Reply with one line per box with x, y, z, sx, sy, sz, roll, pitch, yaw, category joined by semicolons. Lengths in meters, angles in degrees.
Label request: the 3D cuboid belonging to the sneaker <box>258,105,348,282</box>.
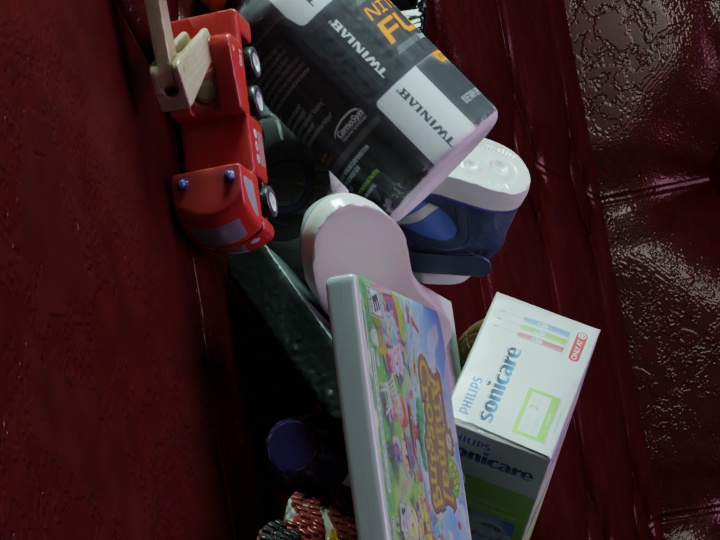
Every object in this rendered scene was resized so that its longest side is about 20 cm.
-0.038;-0.070;1.551;0.087;0.074;0.200;78;20;-44;sneaker

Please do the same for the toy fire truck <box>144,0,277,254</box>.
-0.100;-0.119;1.340;0.141;0.049;0.201;38;43;-71;toy fire truck

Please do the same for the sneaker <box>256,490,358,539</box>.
-0.031;0.185;1.343;0.082;0.078;0.200;-67;165;10;sneaker

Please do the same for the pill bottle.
-0.015;-0.134;1.463;0.200;0.106;0.106;45;13;3;pill bottle

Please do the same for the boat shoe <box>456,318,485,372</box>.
0.108;0.106;1.834;0.200;0.069;0.074;110;-31;-50;boat shoe

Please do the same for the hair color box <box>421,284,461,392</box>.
0.029;0.069;1.715;0.200;0.065;0.110;33;48;-76;hair color box

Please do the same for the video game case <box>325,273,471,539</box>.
0.029;0.112;1.362;0.182;0.022;0.201;25;56;-70;video game case

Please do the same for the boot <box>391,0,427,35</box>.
0.027;-0.135;1.763;0.163;0.073;0.199;96;-15;-57;boot

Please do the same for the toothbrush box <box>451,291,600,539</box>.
0.096;0.142;1.648;0.146;0.086;0.200;-62;168;-48;toothbrush box

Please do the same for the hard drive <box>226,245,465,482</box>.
-0.008;0.068;1.471;0.140;0.033;0.200;54;4;27;hard drive

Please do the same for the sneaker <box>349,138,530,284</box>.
0.014;-0.050;1.686;0.147;0.199;0.081;122;-21;-43;sneaker

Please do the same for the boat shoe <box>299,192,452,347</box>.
0.000;0.000;1.467;0.068;0.072;0.200;40;-2;33;boat shoe

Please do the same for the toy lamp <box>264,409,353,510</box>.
-0.019;0.126;1.474;0.200;0.058;0.058;42;39;-71;toy lamp
